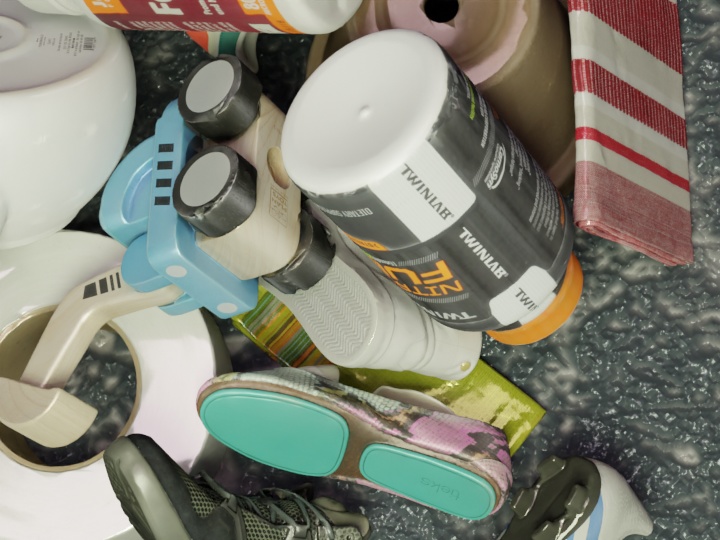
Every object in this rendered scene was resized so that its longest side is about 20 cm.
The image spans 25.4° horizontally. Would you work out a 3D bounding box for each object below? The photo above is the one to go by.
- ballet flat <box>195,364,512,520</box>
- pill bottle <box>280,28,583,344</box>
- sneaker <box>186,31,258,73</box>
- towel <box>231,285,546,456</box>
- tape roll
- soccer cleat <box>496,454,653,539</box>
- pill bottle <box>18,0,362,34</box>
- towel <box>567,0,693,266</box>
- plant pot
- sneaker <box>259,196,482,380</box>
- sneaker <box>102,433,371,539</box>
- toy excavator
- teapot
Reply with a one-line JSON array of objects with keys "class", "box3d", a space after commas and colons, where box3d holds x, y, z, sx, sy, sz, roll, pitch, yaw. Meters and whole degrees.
[{"class": "ballet flat", "box3d": [-0.001, 0.095, 0.982, 0.199, 0.069, 0.071, 17, 39, -3]}, {"class": "pill bottle", "box3d": [0.051, -0.035, 0.890, 0.106, 0.200, 0.107, -21, 49, 25]}, {"class": "sneaker", "box3d": [-0.037, -0.206, 0.979, 0.093, 0.070, 0.200, 46, 112, 2]}, {"class": "towel", "box3d": [0.016, 0.061, 1.030, 0.200, 0.018, 0.086, 38, 85, 12]}, {"class": "tape roll", "box3d": [-0.183, 0.078, 1.020, 0.201, 0.071, 0.204, -1, 77, 6]}, {"class": "soccer cleat", "box3d": [0.095, 0.200, 0.965, 0.200, 0.086, 0.070, -47, 33, 12]}, {"class": "pill bottle", "box3d": [-0.102, -0.193, 0.904, 0.199, 0.114, 0.115, 5, 77, 27]}, {"class": "towel", "box3d": [0.164, -0.111, 0.993, 0.023, 0.144, 0.201, -9, 74, 33]}, {"class": "plant pot", "box3d": [0.056, -0.130, 0.988, 0.199, 0.175, 0.201, -1, 78, 5]}, {"class": "sneaker", "box3d": [0.000, 0.000, 1.009, 0.074, 0.115, 0.200, -55, 43, 22]}, {"class": "sneaker", "box3d": [-0.069, 0.147, 0.950, 0.114, 0.200, 0.076, -41, 32, -12]}, {"class": "toy excavator", "box3d": [-0.123, -0.004, 0.951, 0.199, 0.100, 0.195, -19, 53, 29]}, {"class": "teapot", "box3d": [-0.229, -0.081, 0.976, 0.197, 0.147, 0.200, 29, 41, 31]}]
